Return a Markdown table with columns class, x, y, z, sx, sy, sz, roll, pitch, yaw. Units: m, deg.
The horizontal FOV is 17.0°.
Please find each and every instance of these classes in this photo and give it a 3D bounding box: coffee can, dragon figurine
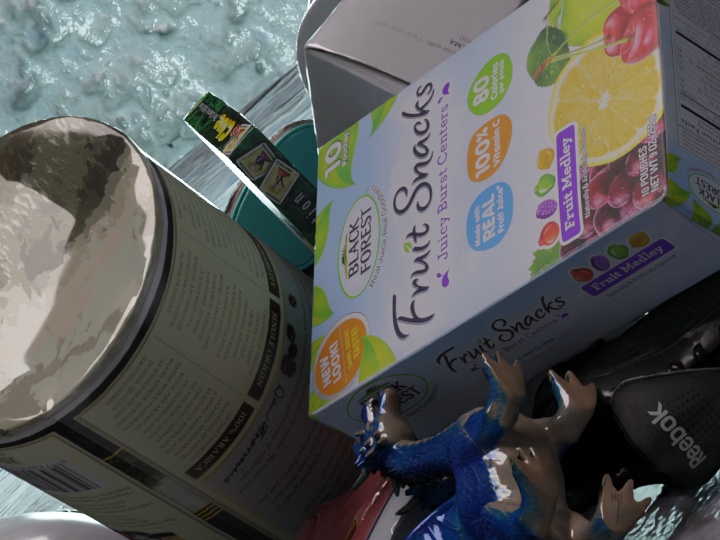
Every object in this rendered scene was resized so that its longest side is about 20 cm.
| class | x | y | z | sx | sy | sz | roll | pitch | yaw |
| --- | --- | --- | --- | --- | --- | --- | --- | --- | --- |
| coffee can | -0.087 | 0.042 | 1.053 | 0.146 | 0.200 | 0.147 | -17 | 56 | 27 |
| dragon figurine | 0.052 | 0.100 | 0.879 | 0.100 | 0.059 | 0.200 | -60 | 31 | 29 |

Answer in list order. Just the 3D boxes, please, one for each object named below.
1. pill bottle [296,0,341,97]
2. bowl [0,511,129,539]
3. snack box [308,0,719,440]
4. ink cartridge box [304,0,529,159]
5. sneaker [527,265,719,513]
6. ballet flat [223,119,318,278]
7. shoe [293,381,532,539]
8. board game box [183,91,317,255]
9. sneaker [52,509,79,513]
| class | x | y | z | sx | sy | sz | roll | pitch | yaw |
| --- | --- | --- | --- | --- | --- | --- | --- | --- | --- |
| pill bottle | 0.036 | -0.155 | 1.356 | 0.116 | 0.116 | 0.200 | -35 | 12 | 29 |
| bowl | -0.187 | 0.203 | 1.167 | 0.200 | 0.074 | 0.200 | -16 | 50 | 66 |
| snack box | 0.062 | -0.030 | 0.966 | 0.200 | 0.053 | 0.143 | -33 | 41 | 38 |
| ink cartridge box | 0.062 | -0.112 | 1.165 | 0.200 | 0.083 | 0.147 | -53 | -25 | -29 |
| sneaker | 0.135 | 0.037 | 0.914 | 0.200 | 0.066 | 0.091 | -35 | 17 | 35 |
| ballet flat | -0.058 | 0.010 | 1.404 | 0.075 | 0.068 | 0.201 | 124 | 162 | -68 |
| shoe | 0.038 | 0.084 | 1.036 | 0.091 | 0.072 | 0.200 | -24 | 23 | 50 |
| board game box | 0.000 | 0.000 | 1.125 | 0.023 | 0.200 | 0.105 | -45 | 19 | -4 |
| sneaker | -0.181 | 0.183 | 1.394 | 0.200 | 0.080 | 0.071 | -36 | 11 | 28 |
